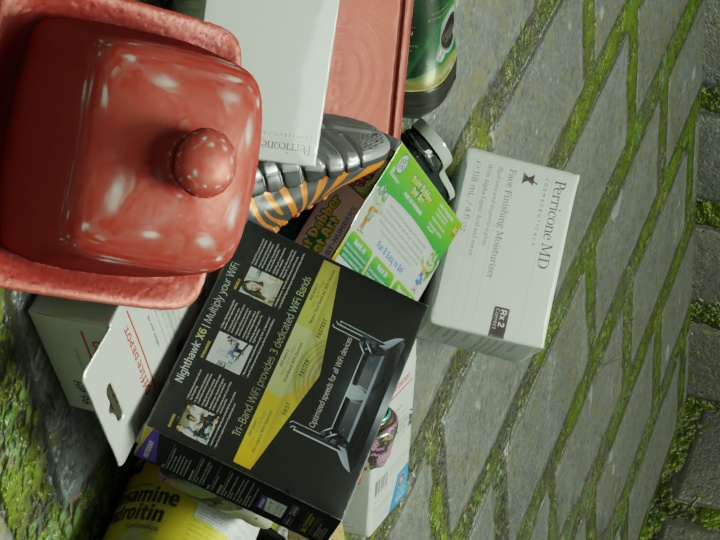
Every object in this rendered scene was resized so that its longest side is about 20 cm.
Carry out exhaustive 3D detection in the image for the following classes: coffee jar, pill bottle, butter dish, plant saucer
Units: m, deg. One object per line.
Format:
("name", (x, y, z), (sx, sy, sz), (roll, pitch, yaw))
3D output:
("coffee jar", (0.046, -0.252, 1.793), (0.104, 0.085, 0.201), (-60, 152, -52))
("pill bottle", (-0.136, 0.196, 1.459), (0.112, 0.111, 0.201), (76, 28, -51))
("butter dish", (-0.135, -0.073, 1.190), (0.199, 0.147, 0.202), (9, 91, -41))
("plant saucer", (-0.028, -0.166, 1.572), (0.199, 0.037, 0.201), (-8, 110, -42))

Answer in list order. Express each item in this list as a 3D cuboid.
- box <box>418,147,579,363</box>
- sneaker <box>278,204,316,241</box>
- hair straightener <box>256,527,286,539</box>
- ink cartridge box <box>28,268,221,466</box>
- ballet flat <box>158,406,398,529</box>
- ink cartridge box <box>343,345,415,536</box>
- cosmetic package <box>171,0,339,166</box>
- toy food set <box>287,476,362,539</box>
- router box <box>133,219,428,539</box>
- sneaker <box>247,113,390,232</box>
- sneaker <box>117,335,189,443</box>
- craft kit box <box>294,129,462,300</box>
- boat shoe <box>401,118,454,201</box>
("box", (0.151, -0.013, 2.075), (0.200, 0.130, 0.200), (109, -6, -82))
("sneaker", (-0.028, -0.092, 1.667), (0.071, 0.079, 0.201), (49, 54, -67))
("hair straightener", (-0.097, 0.234, 1.589), (0.077, 0.041, 0.200), (-61, -176, -18))
("ink cartridge box", (-0.171, 0.024, 1.333), (0.116, 0.067, 0.201), (77, 29, -49))
("ballet flat", (-0.058, 0.154, 1.415), (0.199, 0.069, 0.072), (-14, 118, -28))
("ink cartridge box", (0.004, 0.151, 1.888), (0.116, 0.067, 0.202), (-39, 137, -63))
("cosmetic package", (-0.081, -0.184, 1.393), (0.081, 0.112, 0.202), (-161, -104, -64))
("toy food set", (-0.026, 0.181, 1.565), (0.199, 0.048, 0.201), (90, 9, -51))
("router box", (-0.056, 0.080, 1.378), (0.201, 0.156, 0.052), (-65, -177, -34))
("sneaker", (-0.070, -0.056, 1.507), (0.199, 0.078, 0.113), (-15, 130, -25))
("sneaker", (-0.107, 0.075, 1.447), (0.199, 0.080, 0.078), (-23, 141, -40))
("craft kit box", (0.000, 0.000, 1.618), (0.198, 0.048, 0.200), (-56, 154, -7))
("boat shoe", (0.056, -0.103, 1.945), (0.060, 0.076, 0.200), (-37, 163, -5))
